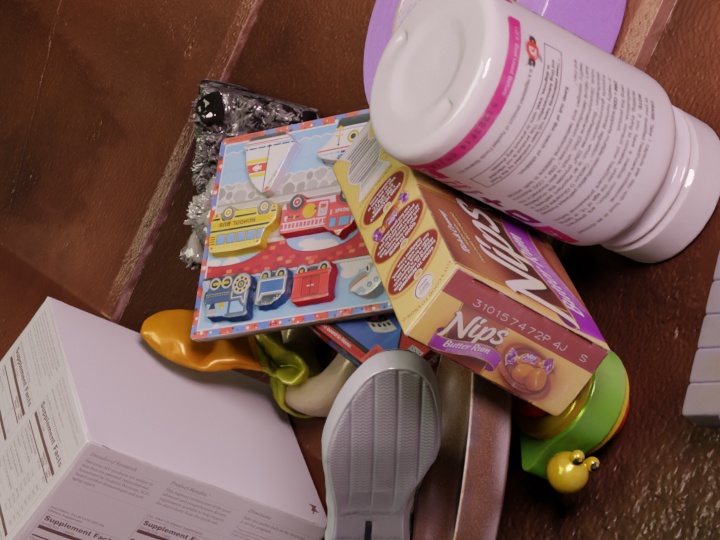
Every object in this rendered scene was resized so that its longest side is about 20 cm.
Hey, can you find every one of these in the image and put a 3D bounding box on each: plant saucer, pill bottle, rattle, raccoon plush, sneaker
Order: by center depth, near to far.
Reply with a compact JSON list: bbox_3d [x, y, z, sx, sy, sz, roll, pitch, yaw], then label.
[{"bbox_3d":[0.114,-0.082,1.594,0.113,0.200,0.114,-33,45,40],"label":"pill bottle"},{"bbox_3d":[0.062,0.126,1.626,0.200,0.032,0.201,-171,90,-85],"label":"plant saucer"},{"bbox_3d":[0.007,0.112,1.675,0.071,0.073,0.200,-93,11,-46],"label":"sneaker"},{"bbox_3d":[-0.028,0.006,1.807,0.200,0.143,0.130,-36,24,46],"label":"rattle"},{"bbox_3d":[-0.088,-0.066,2.017,0.200,0.097,0.134,-100,22,-83],"label":"raccoon plush"}]

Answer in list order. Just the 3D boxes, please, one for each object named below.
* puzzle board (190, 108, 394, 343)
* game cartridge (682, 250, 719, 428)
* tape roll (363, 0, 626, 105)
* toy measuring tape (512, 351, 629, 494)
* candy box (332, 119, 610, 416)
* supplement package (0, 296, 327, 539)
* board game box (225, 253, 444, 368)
[{"bbox_3d":[-0.023,-0.036,1.761,0.200,0.017,0.151,-9,62,33],"label":"puzzle board"},{"bbox_3d":[0.264,0.027,1.466,0.200,0.038,0.130,-4,70,54],"label":"game cartridge"},{"bbox_3d":[0.089,-0.170,1.812,0.200,0.066,0.200,-32,46,40],"label":"tape roll"},{"bbox_3d":[0.125,0.043,1.623,0.074,0.073,0.200,-35,44,39],"label":"toy measuring tape"},{"bbox_3d":[0.061,-0.008,1.586,0.057,0.117,0.200,-53,28,16],"label":"candy box"},{"bbox_3d":[-0.146,0.133,1.828,0.111,0.200,0.156,-51,35,22],"label":"supplement package"},{"bbox_3d":[0.000,0.000,1.769,0.103,0.019,0.200,-41,46,-13],"label":"board game box"}]
